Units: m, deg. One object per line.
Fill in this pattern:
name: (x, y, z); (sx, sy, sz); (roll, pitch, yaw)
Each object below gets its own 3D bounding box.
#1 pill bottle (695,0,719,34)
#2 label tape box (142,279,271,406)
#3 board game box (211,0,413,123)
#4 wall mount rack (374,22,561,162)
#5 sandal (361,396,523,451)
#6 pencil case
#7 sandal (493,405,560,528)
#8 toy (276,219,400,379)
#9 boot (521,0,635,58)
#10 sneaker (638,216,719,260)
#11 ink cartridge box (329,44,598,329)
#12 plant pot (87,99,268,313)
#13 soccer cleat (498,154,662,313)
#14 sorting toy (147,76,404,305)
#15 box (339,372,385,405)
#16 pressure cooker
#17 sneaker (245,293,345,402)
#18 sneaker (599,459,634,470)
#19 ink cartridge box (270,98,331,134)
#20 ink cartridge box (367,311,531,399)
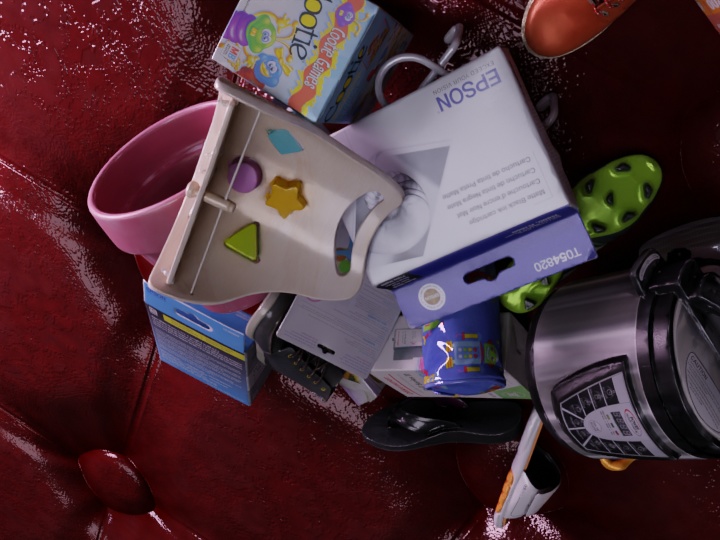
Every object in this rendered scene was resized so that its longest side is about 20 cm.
pill bottle: (0.349, -0.183, 0.649); (0.112, 0.112, 0.200); (-35, 100, 37)
label tape box: (-0.186, 0.076, 1.061); (0.143, 0.066, 0.200); (25, 148, 11)
board game box: (-0.033, -0.199, 0.755); (0.103, 0.200, 0.105); (32, 103, 4)
wall mount rack: (0.089, -0.131, 0.822); (0.199, 0.075, 0.174); (32, 126, -14)
sandal: (0.094, 0.172, 1.022); (0.199, 0.076, 0.048); (-8, 122, 20)
pencil case: (0.094, 0.027, 0.849); (0.078, 0.201, 0.087); (11, 155, -33)
sandal: (0.208, 0.235, 1.000); (0.059, 0.079, 0.208); (21, 125, 16)
toy: (0.000, 0.000, 0.911); (0.115, 0.047, 0.201); (28, 90, -21)
boot: (0.199, -0.240, 0.692); (0.075, 0.107, 0.200); (43, 130, -6)
sneaker: (0.360, -0.010, 0.777); (0.199, 0.073, 0.071); (-9, 112, 30)
ink cartridge box: (0.080, -0.063, 0.754); (0.199, 0.041, 0.201); (-24, 95, 25)
plant pot: (-0.166, -0.059, 0.942); (0.199, 0.201, 0.179); (-6, 133, 29)
soccer cleat: (0.210, -0.039, 0.840); (0.068, 0.081, 0.200); (45, 107, 2)
sorting toy: (-0.063, -0.054, 0.740); (0.179, 0.107, 0.201); (23, 119, -7)
box: (-0.044, 0.078, 1.048); (0.039, 0.041, 0.200); (-31, 102, 39)
pressure cooker: (0.267, 0.077, 0.750); (0.175, 0.180, 0.199); (13, 163, -35)
sneaker: (-0.062, 0.080, 0.958); (0.106, 0.075, 0.200); (32, 162, 11)
sneaker: (0.308, 0.135, 0.890); (0.078, 0.077, 0.201); (26, 126, 11)
ink cartridge box: (-0.052, -0.086, 0.875); (0.039, 0.100, 0.200); (36, 173, 39)
ink cartridge box: (0.086, 0.097, 0.947); (0.199, 0.068, 0.117); (-3, 157, 28)
